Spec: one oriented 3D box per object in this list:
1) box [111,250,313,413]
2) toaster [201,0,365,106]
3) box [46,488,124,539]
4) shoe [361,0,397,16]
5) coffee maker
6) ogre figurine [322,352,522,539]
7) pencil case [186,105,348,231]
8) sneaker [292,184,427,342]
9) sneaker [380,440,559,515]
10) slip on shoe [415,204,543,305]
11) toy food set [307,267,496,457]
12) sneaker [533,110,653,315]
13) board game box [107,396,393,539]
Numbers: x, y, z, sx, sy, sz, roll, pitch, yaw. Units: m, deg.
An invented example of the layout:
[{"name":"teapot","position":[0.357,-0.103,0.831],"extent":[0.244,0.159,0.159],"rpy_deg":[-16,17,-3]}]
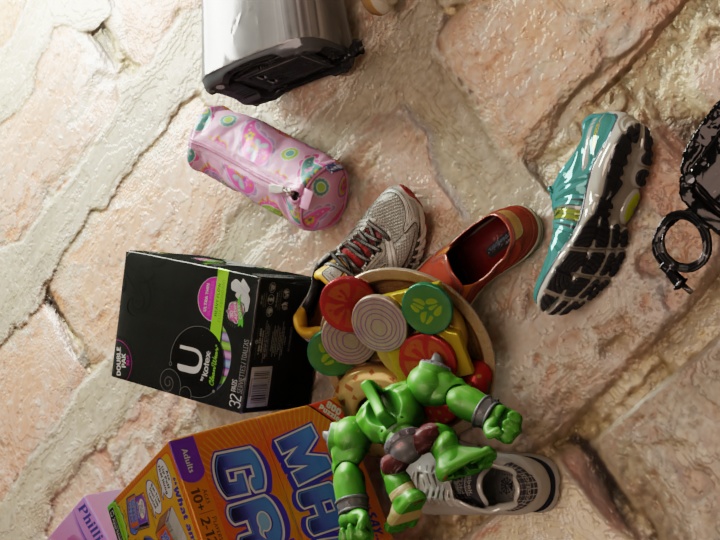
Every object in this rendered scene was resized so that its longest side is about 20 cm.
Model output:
[{"name":"box","position":[-0.159,0.065,1.408],"extent":[0.198,0.124,0.151],"rpy_deg":[11,94,35]},{"name":"toaster","position":[-0.089,-0.270,1.381],"extent":[0.198,0.113,0.131],"rpy_deg":[-15,77,34]},{"name":"box","position":[-0.309,0.394,1.513],"extent":[0.200,0.096,0.177],"rpy_deg":[-47,64,23]},{"name":"shoe","position":[0.036,-0.369,1.324],"extent":[0.053,0.069,0.203],"rpy_deg":[7,90,42]},{"name":"coffee maker","position":[0.340,-0.072,1.028],"extent":[0.191,0.199,0.136],"rpy_deg":[-32,69,26]},{"name":"ogre figurine","position":[0.047,0.162,1.203],"extent":[0.200,0.098,0.121],"rpy_deg":[-45,58,23]},{"name":"pencil case","position":[-0.104,-0.114,1.402],"extent":[0.199,0.087,0.088],"rpy_deg":[30,105,32]},{"name":"sneaker","position":[0.000,0.000,1.327],"extent":[0.078,0.082,0.201],"rpy_deg":[40,108,29]},{"name":"sneaker","position":[0.095,0.209,1.256],"extent":[0.198,0.080,0.078],"rpy_deg":[-9,85,35]},{"name":"slip on shoe","position":[0.096,0.003,1.275],"extent":[0.200,0.061,0.075],"rpy_deg":[-40,69,28]},{"name":"toy food set","position":[0.039,0.088,1.276],"extent":[0.198,0.049,0.200],"rpy_deg":[-15,105,30]},{"name":"sneaker","position":[0.213,-0.054,1.204],"extent":[0.079,0.077,0.202],"rpy_deg":[29,100,51]},{"name":"board game box","position":[-0.109,0.276,1.284],"extent":[0.200,0.198,0.202],"rpy_deg":[-44,63,51]}]
